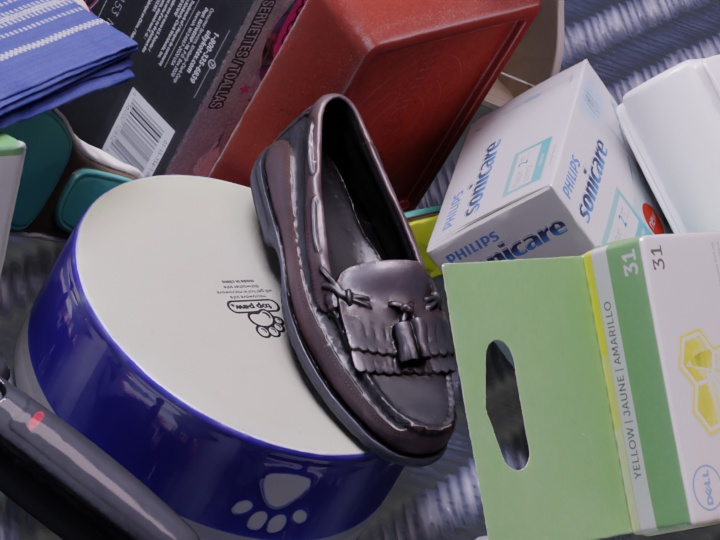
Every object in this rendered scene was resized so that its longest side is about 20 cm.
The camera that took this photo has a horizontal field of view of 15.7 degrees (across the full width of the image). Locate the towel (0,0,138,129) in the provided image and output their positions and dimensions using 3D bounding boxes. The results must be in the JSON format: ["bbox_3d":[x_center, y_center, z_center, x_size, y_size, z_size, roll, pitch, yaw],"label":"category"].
[{"bbox_3d":[-0.214,-0.131,1.225,0.200,0.024,0.145,32,27,14],"label":"towel"}]

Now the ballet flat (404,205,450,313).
[{"bbox_3d":[0.076,-0.004,1.483,0.200,0.067,0.067,-8,71,-47],"label":"ballet flat"}]

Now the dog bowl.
[{"bbox_3d":[-0.064,0.046,1.282,0.199,0.079,0.200,21,34,-15],"label":"dog bowl"}]

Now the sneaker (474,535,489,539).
[{"bbox_3d":[0.145,0.167,1.240,0.199,0.130,0.079,44,34,20],"label":"sneaker"}]

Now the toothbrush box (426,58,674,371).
[{"bbox_3d":[0.134,0.011,1.410,0.200,0.085,0.147,52,28,-17],"label":"toothbrush box"}]

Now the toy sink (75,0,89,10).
[{"bbox_3d":[-0.265,-0.151,1.357,0.200,0.112,0.130,47,35,15],"label":"toy sink"}]

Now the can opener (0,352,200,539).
[{"bbox_3d":[-0.155,0.076,1.181,0.200,0.063,0.079,36,56,5],"label":"can opener"}]

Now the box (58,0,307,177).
[{"bbox_3d":[-0.080,-0.147,1.416,0.132,0.200,0.115,46,37,22],"label":"box"}]

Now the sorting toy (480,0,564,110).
[{"bbox_3d":[0.050,-0.206,1.613,0.199,0.180,0.107,21,29,-16],"label":"sorting toy"}]

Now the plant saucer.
[{"bbox_3d":[0.007,-0.083,1.400,0.037,0.200,0.200,45,35,20],"label":"plant saucer"}]

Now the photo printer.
[{"bbox_3d":[0.227,-0.021,1.434,0.201,0.069,0.166,63,23,4],"label":"photo printer"}]

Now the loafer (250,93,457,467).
[{"bbox_3d":[0.000,0.000,1.253,0.072,0.063,0.200,4,46,-34],"label":"loafer"}]

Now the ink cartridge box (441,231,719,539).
[{"bbox_3d":[0.134,0.057,1.277,0.199,0.048,0.146,-3,81,-46],"label":"ink cartridge box"}]

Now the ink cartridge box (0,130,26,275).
[{"bbox_3d":[-0.271,-0.052,1.186,0.145,0.088,0.200,-6,28,-44],"label":"ink cartridge box"}]

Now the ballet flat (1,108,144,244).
[{"bbox_3d":[-0.169,-0.051,1.298,0.069,0.069,0.200,45,5,21],"label":"ballet flat"}]
